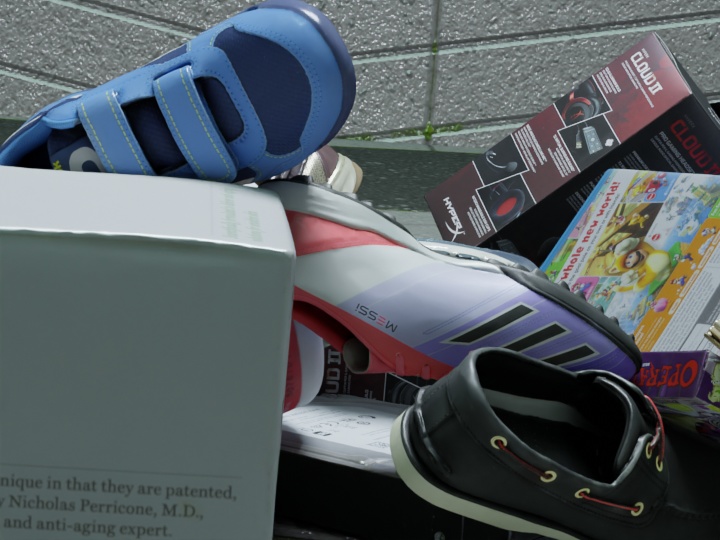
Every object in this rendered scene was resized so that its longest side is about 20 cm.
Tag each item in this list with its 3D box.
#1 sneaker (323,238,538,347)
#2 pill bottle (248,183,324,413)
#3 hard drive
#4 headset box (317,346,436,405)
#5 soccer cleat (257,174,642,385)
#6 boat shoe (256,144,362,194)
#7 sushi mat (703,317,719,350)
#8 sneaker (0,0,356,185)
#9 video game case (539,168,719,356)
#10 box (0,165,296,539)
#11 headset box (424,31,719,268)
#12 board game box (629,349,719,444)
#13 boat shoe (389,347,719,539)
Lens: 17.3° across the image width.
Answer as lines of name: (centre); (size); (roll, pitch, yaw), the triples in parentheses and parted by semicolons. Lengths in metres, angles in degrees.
sneaker: (0.000, 0.000, 1.246); (0.199, 0.078, 0.086); (-2, 36, 12)
pill bottle: (-0.129, 0.039, 1.127); (0.199, 0.120, 0.120); (-20, 16, -19)
hard drive: (0.026, 0.100, 1.176); (0.199, 0.038, 0.139); (11, 11, 34)
headset box: (0.035, 0.052, 1.371); (0.199, 0.078, 0.149); (5, 8, -8)
soccer cleat: (0.034, 0.026, 1.087); (0.199, 0.073, 0.068); (23, -20, -13)
boat shoe: (-0.075, -0.004, 1.376); (0.065, 0.200, 0.072); (42, -25, -11)
sushi mat: (0.249, 0.084, 1.093); (0.200, 0.012, 0.096); (42, 23, 13)
sneaker: (-0.088, -0.058, 1.054); (0.199, 0.074, 0.082); (-22, 8, 36)
video game case: (0.175, 0.006, 1.242); (0.199, 0.018, 0.143); (7, 52, 46)
box: (-0.131, 0.052, 0.947); (0.199, 0.172, 0.199); (3, 8, -4)
headset box: (0.165, -0.041, 1.481); (0.149, 0.200, 0.075); (46, 14, -38)
board game box: (0.154, 0.074, 1.182); (0.120, 0.032, 0.200); (21, -12, -26)
boat shoe: (0.110, 0.085, 1.073); (0.201, 0.063, 0.074); (16, 43, -34)
